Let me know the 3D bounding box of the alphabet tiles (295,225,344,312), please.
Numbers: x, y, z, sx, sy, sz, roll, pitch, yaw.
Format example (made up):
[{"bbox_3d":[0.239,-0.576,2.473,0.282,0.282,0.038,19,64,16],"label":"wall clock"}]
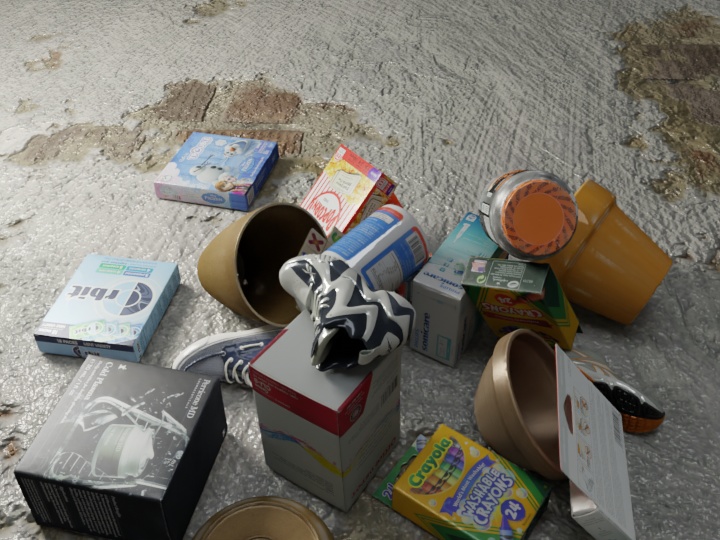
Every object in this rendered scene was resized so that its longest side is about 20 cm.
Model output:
[{"bbox_3d":[-0.023,0.033,1.189,0.006,0.200,0.168,-23,34,45],"label":"alphabet tiles"}]

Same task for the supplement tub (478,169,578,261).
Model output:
[{"bbox_3d":[0.236,-0.081,1.075,0.120,0.125,0.200,1,8,2],"label":"supplement tub"}]

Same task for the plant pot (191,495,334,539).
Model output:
[{"bbox_3d":[-0.123,0.357,0.922,0.197,0.028,0.201,0,40,0],"label":"plant pot"}]

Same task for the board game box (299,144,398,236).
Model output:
[{"bbox_3d":[-0.041,-0.104,1.331,0.201,0.046,0.151,-56,40,6],"label":"board game box"}]

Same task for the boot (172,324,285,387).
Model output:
[{"bbox_3d":[-0.176,0.140,1.136,0.197,0.074,0.090,-18,38,-20],"label":"boot"}]

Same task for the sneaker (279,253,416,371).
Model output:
[{"bbox_3d":[-0.044,0.055,0.921,0.198,0.080,0.129,30,38,20],"label":"sneaker"}]

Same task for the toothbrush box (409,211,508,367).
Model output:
[{"bbox_3d":[0.160,0.027,1.209,0.084,0.148,0.200,22,44,24],"label":"toothbrush box"}]

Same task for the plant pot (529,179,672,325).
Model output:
[{"bbox_3d":[0.393,-0.014,1.237,0.182,0.201,0.200,36,50,15],"label":"plant pot"}]

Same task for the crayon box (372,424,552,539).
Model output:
[{"bbox_3d":[0.129,0.285,0.983,0.198,0.052,0.126,25,47,27],"label":"crayon box"}]

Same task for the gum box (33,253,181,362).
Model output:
[{"bbox_3d":[-0.412,0.059,1.256,0.167,0.045,0.201,6,40,7],"label":"gum box"}]

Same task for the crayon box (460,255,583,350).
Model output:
[{"bbox_3d":[0.243,0.057,1.119,0.126,0.200,0.051,7,63,36],"label":"crayon box"}]

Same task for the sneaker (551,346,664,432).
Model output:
[{"bbox_3d":[0.355,0.158,1.115,0.198,0.077,0.092,27,43,26],"label":"sneaker"}]

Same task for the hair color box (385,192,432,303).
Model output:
[{"bbox_3d":[0.060,-0.037,1.311,0.063,0.112,0.201,-13,42,-13],"label":"hair color box"}]

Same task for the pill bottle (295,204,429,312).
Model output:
[{"bbox_3d":[0.000,0.000,1.122,0.199,0.113,0.112,-38,52,-25],"label":"pill bottle"}]

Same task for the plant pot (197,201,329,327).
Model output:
[{"bbox_3d":[-0.175,-0.003,1.223,0.199,0.188,0.186,-5,26,49],"label":"plant pot"}]

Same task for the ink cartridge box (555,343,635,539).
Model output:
[{"bbox_3d":[0.283,0.223,0.970,0.043,0.173,0.201,-30,29,33],"label":"ink cartridge box"}]

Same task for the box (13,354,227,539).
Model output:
[{"bbox_3d":[-0.301,0.234,0.994,0.193,0.125,0.201,9,41,8],"label":"box"}]

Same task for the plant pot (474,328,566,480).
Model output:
[{"bbox_3d":[0.218,0.189,1.029,0.092,0.201,0.202,-27,28,33],"label":"plant pot"}]

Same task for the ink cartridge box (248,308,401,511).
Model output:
[{"bbox_3d":[-0.040,0.178,0.997,0.143,0.202,0.145,21,44,27],"label":"ink cartridge box"}]

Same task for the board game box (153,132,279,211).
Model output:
[{"bbox_3d":[-0.292,-0.209,1.566,0.196,0.044,0.201,8,42,11],"label":"board game box"}]
